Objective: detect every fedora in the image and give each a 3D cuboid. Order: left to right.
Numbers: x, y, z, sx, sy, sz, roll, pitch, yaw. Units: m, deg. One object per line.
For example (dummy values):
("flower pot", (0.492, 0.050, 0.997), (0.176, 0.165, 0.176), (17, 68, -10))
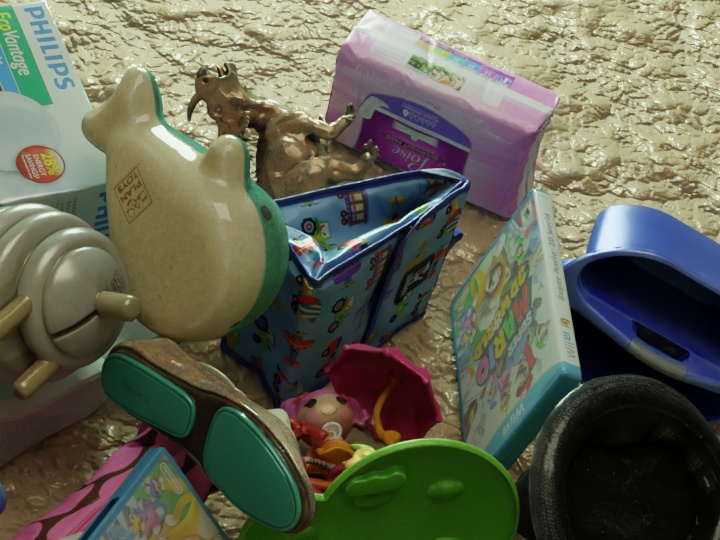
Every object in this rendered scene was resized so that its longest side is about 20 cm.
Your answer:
("fedora", (0.179, 0.171, 1.268), (0.199, 0.091, 0.203), (10, 73, -33))

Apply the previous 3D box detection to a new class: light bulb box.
("light bulb box", (-0.309, -0.086, 1.346), (0.199, 0.125, 0.199), (-13, 59, -27))

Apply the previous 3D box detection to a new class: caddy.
("caddy", (0.236, 0.043, 1.393), (0.199, 0.142, 0.105), (28, 37, -11))

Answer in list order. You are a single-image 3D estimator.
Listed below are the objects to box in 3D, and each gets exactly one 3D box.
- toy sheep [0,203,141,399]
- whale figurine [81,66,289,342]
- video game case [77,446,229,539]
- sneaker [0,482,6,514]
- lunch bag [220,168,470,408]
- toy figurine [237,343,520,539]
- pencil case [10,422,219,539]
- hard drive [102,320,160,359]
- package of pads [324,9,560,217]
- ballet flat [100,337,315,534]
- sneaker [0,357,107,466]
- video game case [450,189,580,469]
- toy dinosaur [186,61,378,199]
("toy sheep", (-0.228, 0.019, 1.203), (0.199, 0.139, 0.138), (12, 36, 34))
("whale figurine", (-0.125, -0.047, 1.255), (0.103, 0.159, 0.201), (-5, 60, -52))
("video game case", (-0.143, 0.232, 1.123), (0.018, 0.144, 0.200), (-16, 25, 38))
("sneaker", (-0.332, 0.133, 1.130), (0.199, 0.071, 0.078), (22, 37, 7))
("lunch bag", (0.000, 0.000, 1.378), (0.199, 0.151, 0.094), (-24, 55, -34))
("toy figurine", (-0.003, 0.133, 1.271), (0.198, 0.151, 0.185), (-7, 34, -9))
("pencil case", (-0.171, 0.169, 1.195), (0.090, 0.094, 0.200), (30, 44, 17))
("hard drive", (-0.223, -0.002, 1.412), (0.200, 0.026, 0.131), (39, 48, 24))
("package of pads", (0.071, -0.138, 1.567), (0.199, 0.121, 0.076), (25, 48, 11))
("ballet flat", (-0.089, 0.102, 1.178), (0.200, 0.068, 0.067), (37, 29, 27))
("sneaker", (-0.289, 0.083, 1.266), (0.118, 0.074, 0.200), (43, 42, 22))
("video game case", (0.116, 0.053, 1.351), (0.018, 0.143, 0.201), (19, 40, -19))
("toy dinosaur", (-0.063, -0.086, 1.509), (0.135, 0.086, 0.201), (-18, 63, -21))
